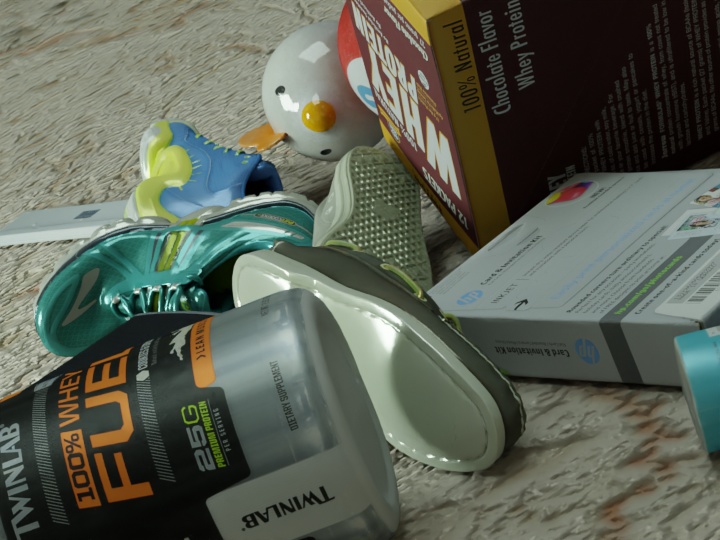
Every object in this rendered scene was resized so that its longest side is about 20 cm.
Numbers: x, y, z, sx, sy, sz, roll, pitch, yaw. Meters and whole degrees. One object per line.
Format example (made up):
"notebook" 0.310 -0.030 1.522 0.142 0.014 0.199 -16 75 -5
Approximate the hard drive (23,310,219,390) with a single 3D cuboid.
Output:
"hard drive" -0.110 0.071 1.100 0.135 0.042 0.200 -34 22 -29

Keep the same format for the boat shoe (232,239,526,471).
"boat shoe" 0.016 0.034 0.984 0.060 0.072 0.201 -17 31 -34

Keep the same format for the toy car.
"toy car" -0.003 -0.126 1.331 0.200 0.185 0.177 -35 15 21

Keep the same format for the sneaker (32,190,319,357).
"sneaker" -0.112 0.007 1.231 0.199 0.078 0.080 -19 28 11

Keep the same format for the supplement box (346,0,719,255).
"supplement box" 0.109 -0.146 1.129 0.199 0.198 0.133 -27 48 -9

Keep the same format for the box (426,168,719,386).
"box" 0.141 -0.001 1.006 0.199 0.041 0.156 1 31 48

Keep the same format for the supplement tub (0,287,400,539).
"supplement tub" -0.092 0.096 0.896 0.199 0.123 0.123 -22 19 6

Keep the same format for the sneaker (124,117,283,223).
"sneaker" -0.101 -0.055 1.397 0.104 0.076 0.200 -9 28 6

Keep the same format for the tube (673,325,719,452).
"tube" 0.232 0.025 0.835 0.199 0.051 0.078 -16 24 6

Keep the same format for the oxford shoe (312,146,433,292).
"oxford shoe" 0.000 0.000 1.148 0.058 0.075 0.200 -59 14 29

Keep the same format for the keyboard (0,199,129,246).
"keyboard" -0.218 -0.039 1.564 0.199 0.011 0.056 -4 22 43
